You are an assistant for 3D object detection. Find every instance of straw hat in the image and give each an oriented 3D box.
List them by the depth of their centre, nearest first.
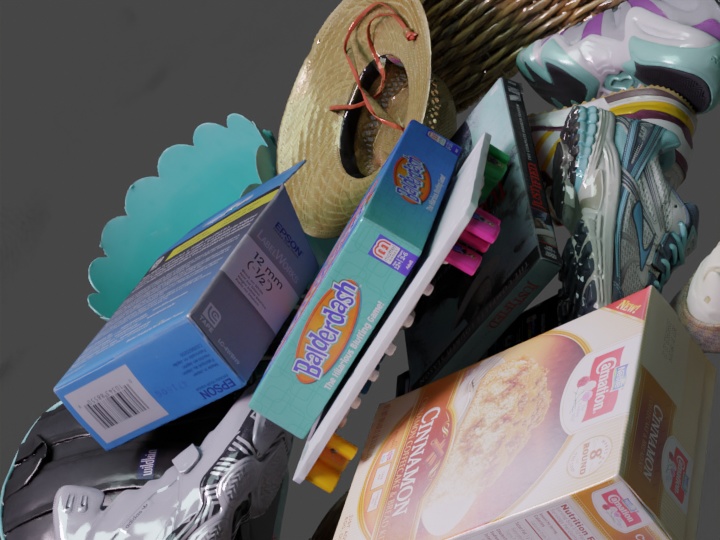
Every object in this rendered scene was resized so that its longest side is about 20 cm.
[{"bbox_3d":[0.026,-0.112,1.251,0.201,0.085,0.202,-24,58,47],"label":"straw hat"}]

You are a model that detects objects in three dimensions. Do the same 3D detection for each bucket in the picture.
[{"bbox_3d":[-0.112,-0.011,1.366,0.207,0.135,0.208,-33,34,26],"label":"bucket"}]

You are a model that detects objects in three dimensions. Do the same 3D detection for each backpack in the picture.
[{"bbox_3d":[-0.154,0.168,1.201,0.199,0.154,0.176,-7,49,16],"label":"backpack"}]

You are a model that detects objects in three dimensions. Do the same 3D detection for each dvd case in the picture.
[{"bbox_3d":[0.074,-0.023,1.123,0.146,0.022,0.200,-50,29,32],"label":"dvd case"}]

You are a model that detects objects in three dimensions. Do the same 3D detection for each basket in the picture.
[{"bbox_3d":[0.105,-0.248,1.305,0.200,0.143,0.149,-32,24,30],"label":"basket"}]

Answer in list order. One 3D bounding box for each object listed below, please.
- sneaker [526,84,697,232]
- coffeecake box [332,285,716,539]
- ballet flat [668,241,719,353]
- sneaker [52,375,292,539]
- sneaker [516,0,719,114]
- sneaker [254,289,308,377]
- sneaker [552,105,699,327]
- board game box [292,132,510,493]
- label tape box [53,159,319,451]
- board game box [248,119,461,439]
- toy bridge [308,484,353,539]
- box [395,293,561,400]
[{"bbox_3d":[0.139,-0.061,1.152,0.200,0.075,0.090,-22,36,41],"label":"sneaker"},{"bbox_3d":[0.089,0.114,0.915,0.200,0.073,0.154,-26,25,32],"label":"coffeecake box"},{"bbox_3d":[0.242,0.007,0.951,0.200,0.067,0.068,-8,51,50],"label":"ballet flat"},{"bbox_3d":[-0.126,0.145,1.058,0.115,0.075,0.200,17,68,19],"label":"sneaker"},{"bbox_3d":[0.213,-0.179,1.193,0.200,0.078,0.140,11,61,52],"label":"sneaker"},{"bbox_3d":[-0.098,0.066,1.261,0.199,0.080,0.078,-14,41,24],"label":"sneaker"},{"bbox_3d":[0.169,-0.014,1.014,0.078,0.086,0.201,104,170,-63],"label":"sneaker"},{"bbox_3d":[0.031,0.022,1.029,0.200,0.026,0.200,-58,3,18],"label":"board game box"},{"bbox_3d":[-0.105,0.022,1.143,0.143,0.066,0.200,-28,18,36],"label":"label tape box"},{"bbox_3d":[0.000,0.000,1.080,0.152,0.045,0.200,-58,3,24],"label":"board game box"},{"bbox_3d":[-0.023,0.201,1.082,0.200,0.027,0.067,-62,16,15],"label":"toy bridge"},{"bbox_3d":[0.090,0.123,1.048,0.159,0.046,0.200,-30,37,31],"label":"box"}]
